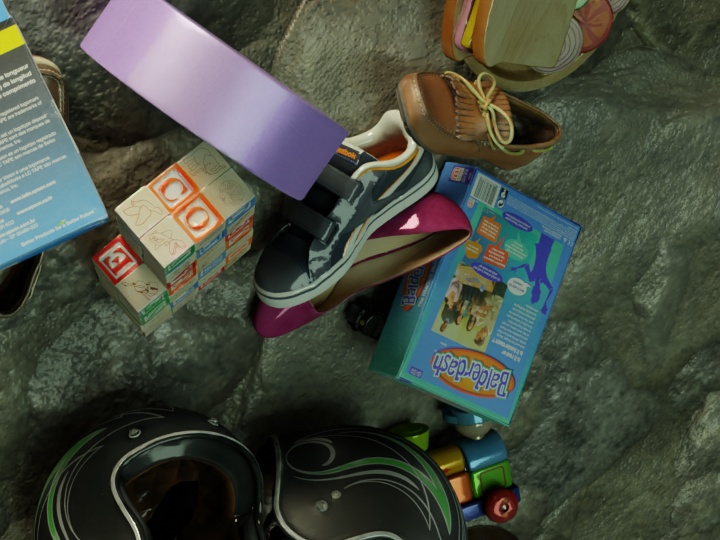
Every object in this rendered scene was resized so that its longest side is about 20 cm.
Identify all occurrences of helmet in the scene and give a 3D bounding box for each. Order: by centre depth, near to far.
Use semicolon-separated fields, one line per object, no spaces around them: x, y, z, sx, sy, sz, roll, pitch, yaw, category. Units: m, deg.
-0.174;0.212;1.598;0.200;0.191;0.200;-5;149;-3;helmet
-0.001;0.236;1.706;0.191;0.200;0.200;11;111;-12;helmet

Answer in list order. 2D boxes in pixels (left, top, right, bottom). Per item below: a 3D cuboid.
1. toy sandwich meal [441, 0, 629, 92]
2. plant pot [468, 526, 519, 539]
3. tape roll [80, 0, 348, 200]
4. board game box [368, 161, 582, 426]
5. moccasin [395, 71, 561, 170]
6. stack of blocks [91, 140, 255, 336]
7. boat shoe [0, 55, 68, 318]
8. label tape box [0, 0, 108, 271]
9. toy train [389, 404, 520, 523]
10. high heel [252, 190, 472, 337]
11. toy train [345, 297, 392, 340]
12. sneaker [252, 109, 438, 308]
0.162;-0.234;1.654;0.205;0.070;0.205;-17;125;-27;toy sandwich meal
0.150;0.387;1.924;0.187;0.200;0.187;-18;125;-27;plant pot
-0.107;-0.134;1.433;0.200;0.200;0.066;33;95;-43;tape roll
0.106;0.023;1.743;0.152;0.045;0.200;26;81;-39;board game box
0.102;-0.129;1.643;0.078;0.074;0.201;-21;154;33;moccasin
-0.144;-0.021;1.488;0.115;0.059;0.200;-40;175;-11;stack of blocks
-0.253;-0.058;1.459;0.075;0.075;0.202;-1;116;-35;boat shoe
-0.286;-0.096;1.386;0.144;0.063;0.200;-25;93;-6;label tape box
0.048;0.197;1.831;0.200;0.085;0.116;-17;109;-20;toy train
0.000;0.000;1.659;0.200;0.096;0.067;-44;132;-6;high heel
0.072;0.061;1.780;0.200;0.046;0.034;14;107;-40;toy train
-0.022;-0.058;1.624;0.200;0.078;0.079;-44;139;-21;sneaker
